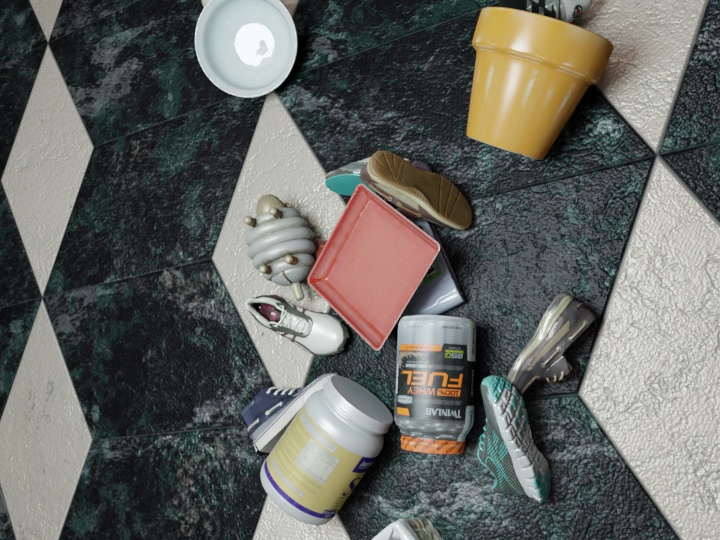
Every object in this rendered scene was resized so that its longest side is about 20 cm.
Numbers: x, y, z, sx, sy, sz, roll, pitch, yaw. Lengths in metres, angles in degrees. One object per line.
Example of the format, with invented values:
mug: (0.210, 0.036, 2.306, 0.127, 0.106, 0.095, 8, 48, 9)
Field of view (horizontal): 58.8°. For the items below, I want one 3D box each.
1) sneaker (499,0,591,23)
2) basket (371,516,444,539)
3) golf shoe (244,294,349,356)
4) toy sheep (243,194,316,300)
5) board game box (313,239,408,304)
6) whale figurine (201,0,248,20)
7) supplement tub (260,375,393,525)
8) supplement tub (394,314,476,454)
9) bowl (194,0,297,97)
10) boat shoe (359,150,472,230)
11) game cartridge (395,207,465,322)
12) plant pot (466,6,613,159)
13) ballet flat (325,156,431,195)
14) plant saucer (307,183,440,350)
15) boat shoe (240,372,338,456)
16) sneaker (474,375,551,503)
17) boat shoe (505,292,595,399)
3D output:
sneaker: (0.293, -0.452, 1.038, 0.088, 0.074, 0.200, -24, 52, -10)
basket: (0.048, 0.478, 0.955, 0.200, 0.123, 0.136, -45, 64, 12)
golf shoe: (-0.116, 0.097, 1.129, 0.200, 0.088, 0.077, 18, 87, 27)
toy sheep: (-0.142, -0.041, 1.141, 0.138, 0.138, 0.201, -18, 81, 23)
board game box: (0.000, 0.000, 1.091, 0.200, 0.019, 0.103, 3, 86, 40)
whale figurine: (-0.251, -0.584, 1.328, 0.159, 0.104, 0.200, -20, 48, 23)
supplement tub: (-0.053, 0.285, 1.028, 0.145, 0.145, 0.200, 38, 99, 27)
supplement tub: (0.114, 0.172, 0.979, 0.122, 0.122, 0.201, -2, 80, 26)
bowl: (-0.214, -0.444, 1.253, 0.200, 0.090, 0.202, 2, 106, 5)
boat shoe: (0.089, -0.120, 1.037, 0.072, 0.200, 0.072, -35, 34, 57)
game cartridge: (0.080, -0.009, 1.079, 0.133, 0.040, 0.200, -30, 69, 23)
plant pot: (0.250, -0.274, 0.967, 0.200, 0.200, 0.184, 26, 108, 28)
ballet flat: (0.035, -0.167, 1.121, 0.200, 0.072, 0.072, 5, 83, 27)
plant saucer: (0.023, -0.007, 1.037, 0.200, 0.037, 0.200, 42, 111, 35)
boat shoe: (-0.127, 0.226, 1.118, 0.200, 0.075, 0.093, -42, 59, 6)
sneaker: (0.200, 0.247, 0.921, 0.091, 0.078, 0.201, -15, 101, 35)
boat shoe: (0.273, 0.131, 0.934, 0.073, 0.074, 0.200, 31, 101, 22)
